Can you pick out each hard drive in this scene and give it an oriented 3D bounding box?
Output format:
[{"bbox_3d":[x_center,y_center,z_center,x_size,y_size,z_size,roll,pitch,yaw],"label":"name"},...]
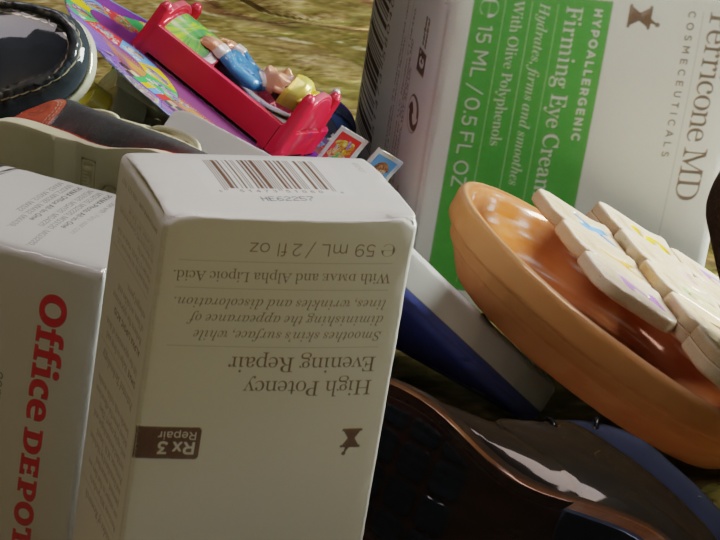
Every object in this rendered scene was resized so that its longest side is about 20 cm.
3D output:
[{"bbox_3d":[0.000,0.000,1.297,0.132,0.025,0.200,29,-8,35],"label":"hard drive"}]

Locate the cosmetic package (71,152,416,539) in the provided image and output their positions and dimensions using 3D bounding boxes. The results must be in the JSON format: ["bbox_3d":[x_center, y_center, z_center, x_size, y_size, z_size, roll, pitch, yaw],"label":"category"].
[{"bbox_3d":[-0.049,0.058,1.052,0.102,0.200,0.074,0,22,-19],"label":"cosmetic package"}]

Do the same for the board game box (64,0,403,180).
[{"bbox_3d":[-0.054,-0.095,1.373,0.200,0.039,0.158,29,15,-35],"label":"board game box"}]

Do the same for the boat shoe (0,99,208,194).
[{"bbox_3d":[-0.086,-0.028,1.202,0.200,0.071,0.063,21,23,39],"label":"boat shoe"}]

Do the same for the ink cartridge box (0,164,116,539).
[{"bbox_3d":[-0.184,0.030,1.149,0.200,0.145,0.083,15,21,16],"label":"ink cartridge box"}]

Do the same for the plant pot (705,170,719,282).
[{"bbox_3d":[0.237,0.023,1.183,0.187,0.187,0.200,-6,48,-33],"label":"plant pot"}]

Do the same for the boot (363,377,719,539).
[{"bbox_3d":[0.064,0.094,1.164,0.200,0.075,0.097,31,21,26],"label":"boot"}]

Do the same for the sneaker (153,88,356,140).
[{"bbox_3d":[-0.031,-0.031,1.476,0.146,0.081,0.200,33,27,29],"label":"sneaker"}]

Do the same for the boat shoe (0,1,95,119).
[{"bbox_3d":[-0.224,-0.098,1.269,0.200,0.075,0.062,0,-23,1],"label":"boat shoe"}]

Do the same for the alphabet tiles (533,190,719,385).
[{"bbox_3d":[0.173,0.027,1.332,0.196,0.015,0.200,32,12,-23],"label":"alphabet tiles"}]

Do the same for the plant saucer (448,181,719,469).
[{"bbox_3d":[0.119,0.032,1.317,0.200,0.037,0.200,36,11,-8],"label":"plant saucer"}]

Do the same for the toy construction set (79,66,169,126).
[{"bbox_3d":[-0.174,-0.081,1.362,0.200,0.131,0.092,35,53,-8],"label":"toy construction set"}]

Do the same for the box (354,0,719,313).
[{"bbox_3d":[0.099,-0.098,1.511,0.171,0.199,0.200,4,23,-11],"label":"box"}]
